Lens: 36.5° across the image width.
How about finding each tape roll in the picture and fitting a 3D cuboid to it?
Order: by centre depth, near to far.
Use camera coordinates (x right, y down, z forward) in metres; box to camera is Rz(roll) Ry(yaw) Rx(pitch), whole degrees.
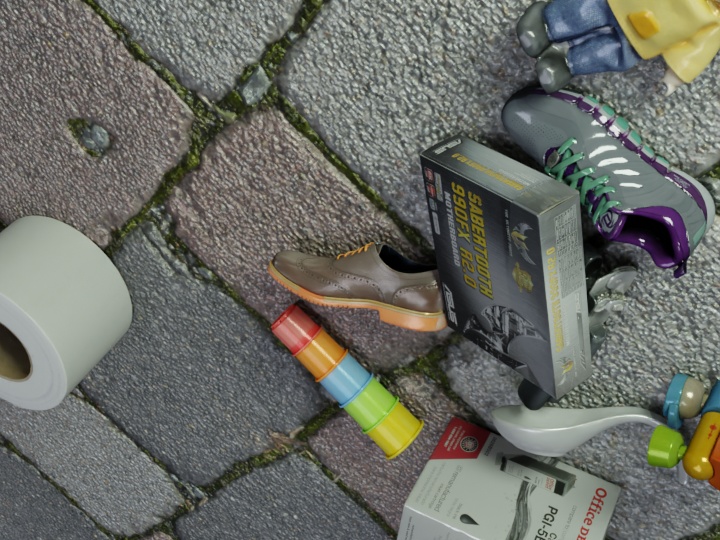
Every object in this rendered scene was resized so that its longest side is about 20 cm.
[{"bbox_3d":[-0.402,0.052,1.345,0.202,0.139,0.203,17,132,20],"label":"tape roll"}]

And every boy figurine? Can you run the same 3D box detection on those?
[{"bbox_3d":[0.220,-0.187,0.805,0.199,0.064,0.125,-10,117,41],"label":"boy figurine"}]

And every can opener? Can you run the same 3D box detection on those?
[{"bbox_3d":[0.201,0.056,1.037,0.067,0.052,0.200,55,144,33],"label":"can opener"}]

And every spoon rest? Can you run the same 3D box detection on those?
[{"bbox_3d":[0.228,0.158,1.080,0.199,0.099,0.061,12,97,11],"label":"spoon rest"}]

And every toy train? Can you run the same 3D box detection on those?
[{"bbox_3d":[0.302,0.168,0.951,0.115,0.200,0.085,12,131,30],"label":"toy train"}]

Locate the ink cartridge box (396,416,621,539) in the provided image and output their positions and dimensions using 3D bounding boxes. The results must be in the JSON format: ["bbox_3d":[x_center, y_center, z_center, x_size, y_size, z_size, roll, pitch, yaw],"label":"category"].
[{"bbox_3d":[0.157,0.262,1.156,0.199,0.147,0.083,21,132,15],"label":"ink cartridge box"}]

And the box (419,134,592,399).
[{"bbox_3d":[0.130,-0.004,0.976,0.158,0.048,0.201,36,146,46],"label":"box"}]

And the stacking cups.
[{"bbox_3d":[-0.021,0.123,1.219,0.200,0.061,0.060,43,136,-3],"label":"stacking cups"}]

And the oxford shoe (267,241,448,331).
[{"bbox_3d":[0.000,0.000,1.109,0.199,0.071,0.073,14,112,17],"label":"oxford shoe"}]

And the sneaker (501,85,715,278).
[{"bbox_3d":[0.196,-0.076,0.893,0.200,0.088,0.075,32,136,5],"label":"sneaker"}]
